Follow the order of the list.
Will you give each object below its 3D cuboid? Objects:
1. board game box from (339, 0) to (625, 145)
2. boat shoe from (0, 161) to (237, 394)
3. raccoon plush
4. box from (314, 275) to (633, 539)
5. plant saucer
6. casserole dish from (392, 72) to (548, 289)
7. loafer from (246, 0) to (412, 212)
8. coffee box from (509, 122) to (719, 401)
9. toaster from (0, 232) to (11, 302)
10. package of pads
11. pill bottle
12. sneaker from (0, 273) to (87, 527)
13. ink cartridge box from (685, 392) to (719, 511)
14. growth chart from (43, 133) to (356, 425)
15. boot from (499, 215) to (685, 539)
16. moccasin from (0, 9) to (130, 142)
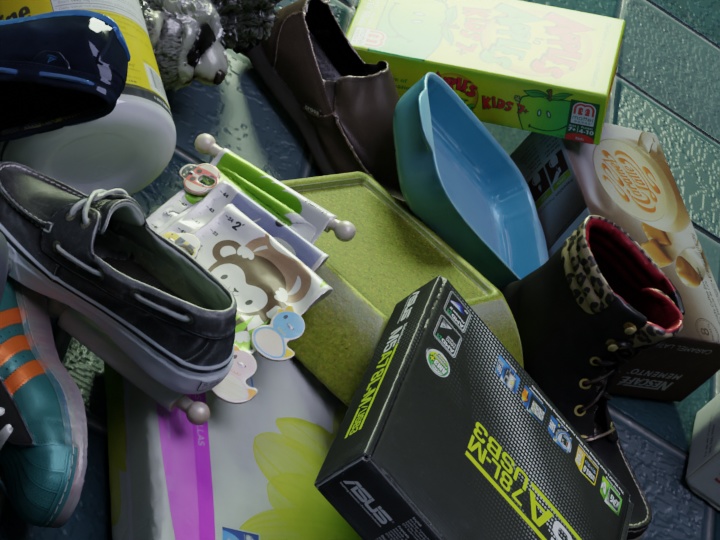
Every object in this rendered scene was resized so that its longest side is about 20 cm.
[{"bbox_3d":[0.092,-0.160,1.565,0.199,0.048,0.102,11,42,8],"label":"board game box"},{"bbox_3d":[-0.144,-0.014,1.191,0.200,0.071,0.072,34,36,15],"label":"boat shoe"},{"bbox_3d":[-0.153,-0.194,1.462,0.200,0.097,0.134,32,46,33],"label":"raccoon plush"},{"bbox_3d":[0.073,0.130,1.212,0.200,0.047,0.193,49,29,-14],"label":"box"},{"bbox_3d":[0.000,0.000,1.359,0.200,0.048,0.199,43,28,23],"label":"plant saucer"},{"bbox_3d":[0.075,-0.054,1.474,0.200,0.039,0.122,43,34,-47],"label":"casserole dish"},{"bbox_3d":[-0.004,-0.114,1.495,0.200,0.071,0.073,50,40,4],"label":"loafer"},{"bbox_3d":[0.192,-0.010,1.565,0.114,0.080,0.201,9,51,-34],"label":"coffee box"},{"bbox_3d":[-0.272,0.041,1.078,0.129,0.201,0.114,11,18,-28],"label":"toaster"},{"bbox_3d":[-0.070,0.127,1.237,0.154,0.068,0.201,16,47,-29],"label":"package of pads"},{"bbox_3d":[-0.192,-0.147,1.336,0.112,0.112,0.201,6,53,-37],"label":"pill bottle"},{"bbox_3d":[-0.213,0.060,1.179,0.080,0.071,0.201,7,44,-35],"label":"sneaker"},{"bbox_3d":[0.352,0.114,1.502,0.146,0.200,0.083,36,37,-11],"label":"ink cartridge box"},{"bbox_3d":[-0.090,0.004,1.253,0.144,0.018,0.200,27,48,16],"label":"growth chart"},{"bbox_3d":[0.162,0.075,1.412,0.073,0.151,0.201,-13,65,-45],"label":"boot"},{"bbox_3d":[-0.234,-0.103,1.215,0.081,0.199,0.068,62,17,-46],"label":"moccasin"}]
